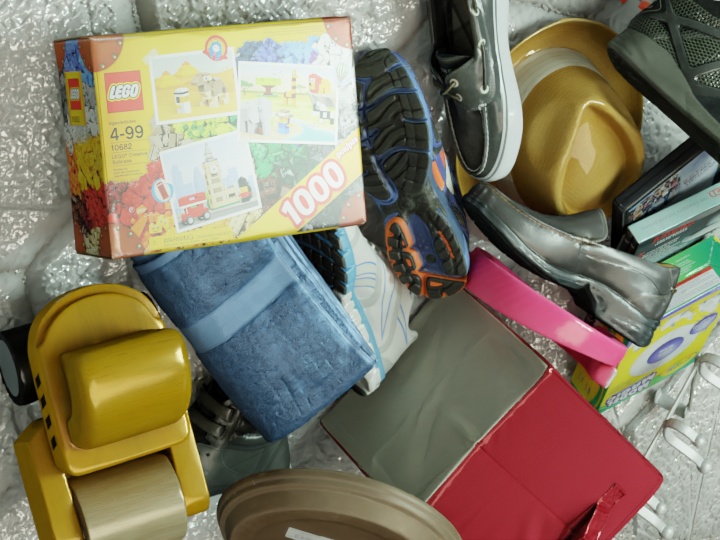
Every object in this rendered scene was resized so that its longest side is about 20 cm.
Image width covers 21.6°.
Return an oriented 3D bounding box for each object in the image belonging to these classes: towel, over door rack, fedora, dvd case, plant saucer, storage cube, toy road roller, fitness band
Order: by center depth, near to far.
[{"bbox_3d":[-0.175,0.110,1.351,0.122,0.146,0.202,-16,94,-24],"label":"toy road roller"},{"bbox_3d":[-0.081,0.027,1.420,0.111,0.049,0.201,-38,112,-7],"label":"towel"},{"bbox_3d":[-0.018,0.216,1.466,0.200,0.198,0.030,52,41,-41],"label":"plant saucer"},{"bbox_3d":[0.145,0.033,1.515,0.143,0.200,0.038,35,93,-4],"label":"fitness band"},{"bbox_3d":[0.171,-0.099,1.525,0.199,0.082,0.202,-16,124,-25],"label":"fedora"},{"bbox_3d":[0.108,0.148,1.560,0.171,0.200,0.180,-47,126,0],"label":"storage cube"},{"bbox_3d":[0.268,-0.058,1.598,0.142,0.018,0.200,-38,160,-8],"label":"dvd case"},{"bbox_3d":[0.267,-0.007,1.623,0.145,0.022,0.200,-25,158,-20],"label":"dvd case"},{"bbox_3d":[0.275,0.162,1.668,0.148,0.066,0.200,-57,175,-14],"label":"over door rack"}]

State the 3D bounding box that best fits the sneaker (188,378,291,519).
[{"bbox_3d":[-0.140,0.140,1.477,0.199,0.071,0.100,-15,123,-33],"label":"sneaker"}]

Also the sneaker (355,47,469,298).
[{"bbox_3d":[0.036,-0.079,1.464,0.075,0.079,0.202,-9,115,16],"label":"sneaker"}]

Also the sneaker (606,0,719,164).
[{"bbox_3d":[0.299,-0.144,1.474,0.114,0.199,0.076,-45,173,-1],"label":"sneaker"}]

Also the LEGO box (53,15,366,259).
[{"bbox_3d":[-0.103,-0.096,1.320,0.198,0.077,0.151,-9,99,-29],"label":"LEGO box"}]

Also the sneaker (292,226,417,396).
[{"bbox_3d":[0.000,0.000,1.492,0.086,0.075,0.201,-37,136,-24],"label":"sneaker"}]

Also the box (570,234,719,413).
[{"bbox_3d":[0.252,0.056,1.647,0.117,0.049,0.200,-27,159,-17],"label":"box"}]

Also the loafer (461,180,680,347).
[{"bbox_3d":[0.166,-0.020,1.489,0.199,0.073,0.073,34,91,-24],"label":"loafer"}]

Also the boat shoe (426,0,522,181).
[{"bbox_3d":[0.078,-0.161,1.431,0.056,0.068,0.202,-20,115,-35],"label":"boat shoe"}]

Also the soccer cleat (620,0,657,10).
[{"bbox_3d":[0.215,-0.285,1.460,0.078,0.069,0.201,-43,139,-11],"label":"soccer cleat"}]
